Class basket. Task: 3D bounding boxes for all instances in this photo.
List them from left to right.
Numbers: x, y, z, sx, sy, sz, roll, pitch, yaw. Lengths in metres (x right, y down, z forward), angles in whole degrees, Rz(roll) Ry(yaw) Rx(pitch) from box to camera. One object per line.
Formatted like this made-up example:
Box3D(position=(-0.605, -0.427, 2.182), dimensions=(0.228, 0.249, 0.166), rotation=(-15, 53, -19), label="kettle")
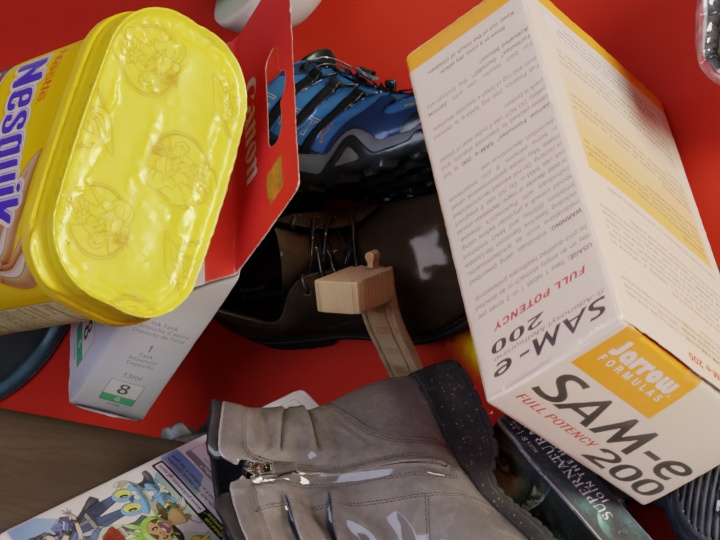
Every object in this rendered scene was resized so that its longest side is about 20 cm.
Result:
Box3D(position=(-0.133, 0.139, 0.986), dimensions=(0.181, 0.198, 0.137), rotation=(-109, 28, -65), label="basket")

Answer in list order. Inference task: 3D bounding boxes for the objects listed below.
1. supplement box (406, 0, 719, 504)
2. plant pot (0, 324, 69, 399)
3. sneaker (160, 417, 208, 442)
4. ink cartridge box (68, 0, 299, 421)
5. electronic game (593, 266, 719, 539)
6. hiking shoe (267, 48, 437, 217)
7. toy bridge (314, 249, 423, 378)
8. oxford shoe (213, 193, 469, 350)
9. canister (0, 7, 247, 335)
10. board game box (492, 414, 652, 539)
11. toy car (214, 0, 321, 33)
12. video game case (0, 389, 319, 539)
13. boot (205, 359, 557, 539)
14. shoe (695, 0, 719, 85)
Box3D(position=(0.098, -0.014, 0.914), dimensions=(0.073, 0.126, 0.201), rotation=(-33, 46, 24), label="supplement box")
Box3D(position=(-0.291, -0.031, 1.168), dimensions=(0.199, 0.196, 0.202), rotation=(-7, 77, 33), label="plant pot")
Box3D(position=(-0.127, 0.162, 1.101), dimensions=(0.200, 0.071, 0.098), rotation=(-41, 69, 17), label="sneaker")
Box3D(position=(-0.094, -0.045, 1.050), dimensions=(0.200, 0.050, 0.162), rotation=(125, 150, -43), label="ink cartridge box")
Box3D(position=(0.173, 0.097, 0.927), dimensions=(0.199, 0.041, 0.202), rotation=(-7, 78, 33), label="electronic game")
Box3D(position=(-0.008, -0.078, 1.059), dimensions=(0.199, 0.074, 0.088), rotation=(-13, 75, 32), label="hiking shoe")
Box3D(position=(0.015, 0.089, 1.012), dimensions=(0.027, 0.067, 0.202), rotation=(3, 104, 35), label="toy bridge")
Box3D(position=(0.000, 0.000, 1.035), dimensions=(0.199, 0.084, 0.073), rotation=(-16, 71, 29), label="oxford shoe")
Box3D(position=(-0.158, -0.040, 1.032), dimensions=(0.199, 0.086, 0.150), rotation=(-10, 59, 51), label="canister")
Box3D(position=(0.109, 0.177, 0.927), dimensions=(0.200, 0.028, 0.136), rotation=(49, 137, 31), label="board game box")
Box3D(position=(-0.069, -0.241, 1.096), dimensions=(0.200, 0.174, 0.150), rotation=(-49, 25, 17), label="toy car")
Box3D(position=(-0.031, 0.152, 0.896), dimensions=(0.200, 0.181, 0.022), rotation=(44, 137, 27), label="video game case")
Box3D(position=(0.011, 0.130, 0.880), dimensions=(0.201, 0.131, 0.070), rotation=(-119, 25, -43), label="boot")
Box3D(position=(0.214, -0.163, 0.914), dimensions=(0.071, 0.091, 0.202), rotation=(26, 97, 34), label="shoe")
